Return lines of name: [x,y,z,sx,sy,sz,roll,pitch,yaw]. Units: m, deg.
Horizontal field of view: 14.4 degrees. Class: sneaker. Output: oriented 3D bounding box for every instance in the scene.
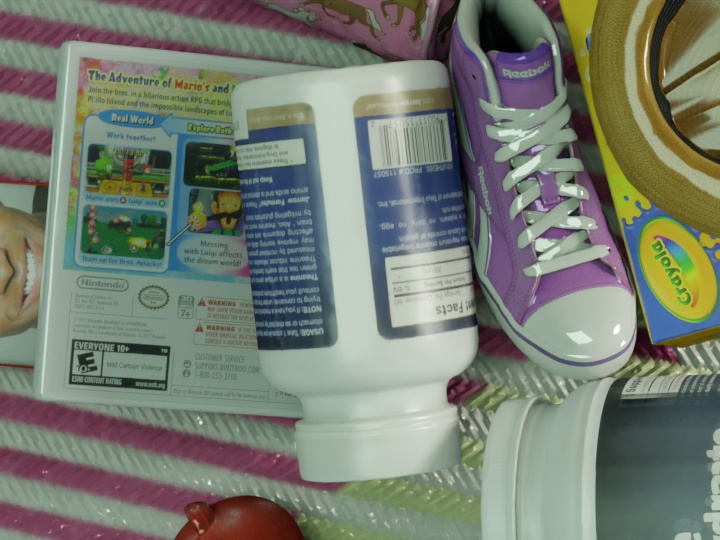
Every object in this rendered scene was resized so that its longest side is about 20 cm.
sneaker: [0.083,-0.050,1.398,0.072,0.114,0.201,-17,63,-7]

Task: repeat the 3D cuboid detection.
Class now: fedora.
fedora: [0.207,-0.102,1.331,0.200,0.082,0.201,-1,85,12]

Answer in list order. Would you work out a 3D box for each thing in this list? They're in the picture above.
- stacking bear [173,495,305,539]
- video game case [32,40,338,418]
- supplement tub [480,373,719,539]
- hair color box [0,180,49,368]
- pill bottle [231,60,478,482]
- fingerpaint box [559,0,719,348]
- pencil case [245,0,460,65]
stacking bear: [-0.030,0.205,1.462,0.114,0.121,0.200,-41,69,14]
video game case: [-0.063,-0.018,1.467,0.199,0.024,0.183,5,89,-17]
supplement tub: [0.170,0.120,1.380,0.199,0.140,0.141,-4,87,17]
hair color box: [-0.160,0.004,1.532,0.199,0.061,0.102,4,89,18]
pill bottle: [0.000,0.000,1.416,0.111,0.111,0.201,-5,92,18]
fingerpaint box: [0.202,-0.079,1.412,0.166,0.073,0.201,-16,83,16]
pencil case: [-0.029,-0.172,1.485,0.200,0.087,0.083,25,87,15]
